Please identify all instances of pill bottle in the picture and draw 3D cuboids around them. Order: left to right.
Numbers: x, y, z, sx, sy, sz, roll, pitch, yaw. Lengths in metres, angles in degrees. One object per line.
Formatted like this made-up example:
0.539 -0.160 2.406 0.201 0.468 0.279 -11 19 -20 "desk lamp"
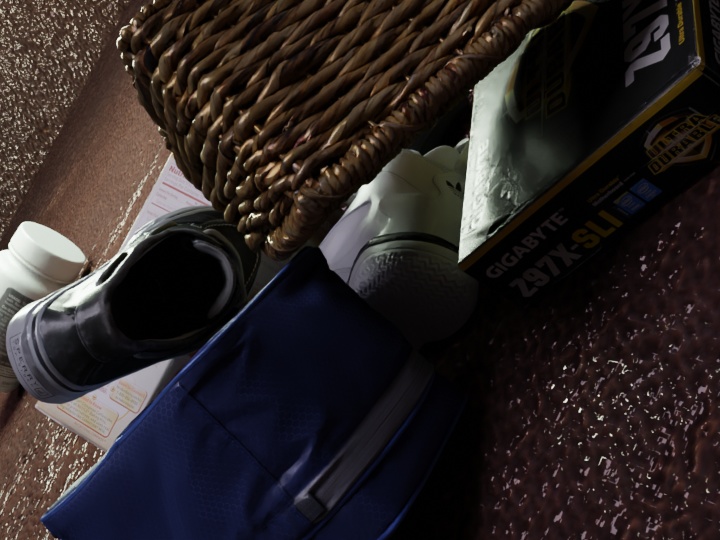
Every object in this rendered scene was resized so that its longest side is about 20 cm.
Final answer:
-0.444 0.046 1.673 0.201 0.113 0.113 -56 21 10 "pill bottle"

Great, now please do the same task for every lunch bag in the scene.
-0.050 0.105 0.638 0.200 0.132 0.136 -45 1 38 "lunch bag"

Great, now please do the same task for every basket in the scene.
0.015 -0.090 0.616 0.200 0.143 0.149 -42 60 -15 "basket"

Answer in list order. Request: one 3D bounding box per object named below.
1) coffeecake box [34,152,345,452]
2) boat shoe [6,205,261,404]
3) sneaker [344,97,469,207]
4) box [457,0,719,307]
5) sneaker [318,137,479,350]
-0.096 0.024 0.828 0.201 0.073 0.153 -62 -23 -4 "coffeecake box"
-0.089 0.012 0.650 0.070 0.073 0.200 -18 12 27 "boat shoe"
-0.010 -0.110 0.879 0.107 0.075 0.200 -53 49 1 "sneaker"
0.119 -0.103 0.641 0.160 0.049 0.201 -40 28 40 "box"
0.000 0.000 0.752 0.199 0.075 0.116 -30 35 45 "sneaker"
